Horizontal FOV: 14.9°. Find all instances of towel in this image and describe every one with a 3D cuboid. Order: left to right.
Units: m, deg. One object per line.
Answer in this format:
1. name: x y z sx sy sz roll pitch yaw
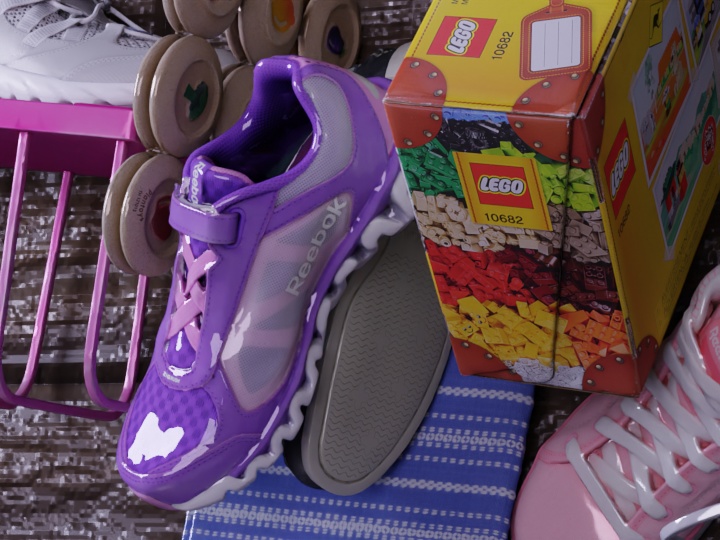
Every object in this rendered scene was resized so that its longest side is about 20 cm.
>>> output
1. towel: -0.007 0.116 1.151 0.144 0.024 0.201 3 63 20

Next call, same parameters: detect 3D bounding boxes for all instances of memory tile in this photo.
1. memory tile: -0.044 -0.086 1.164 0.017 0.153 0.202 10 84 29

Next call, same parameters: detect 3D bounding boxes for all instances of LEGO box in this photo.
1. LEGO box: 0.091 -0.076 1.064 0.077 0.150 0.201 6 48 24

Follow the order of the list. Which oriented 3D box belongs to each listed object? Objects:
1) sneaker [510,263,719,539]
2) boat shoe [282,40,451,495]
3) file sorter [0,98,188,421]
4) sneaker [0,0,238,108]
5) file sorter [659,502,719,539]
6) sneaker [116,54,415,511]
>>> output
1. sneaker: 0.129 0.054 1.092 0.200 0.105 0.076 -38 70 12
2. boat shoe: 0.000 0.000 1.166 0.067 0.072 0.201 -6 64 42
3. file sorter: -0.164 -0.005 1.205 0.199 0.139 0.126 6 84 23
4. sneaker: -0.139 -0.110 1.248 0.199 0.075 0.083 11 85 24
5. file sorter: 0.208 0.174 1.024 0.138 0.124 0.201 -21 72 17
6. sneaker: -0.048 -0.003 1.095 0.080 0.088 0.201 28 87 44
